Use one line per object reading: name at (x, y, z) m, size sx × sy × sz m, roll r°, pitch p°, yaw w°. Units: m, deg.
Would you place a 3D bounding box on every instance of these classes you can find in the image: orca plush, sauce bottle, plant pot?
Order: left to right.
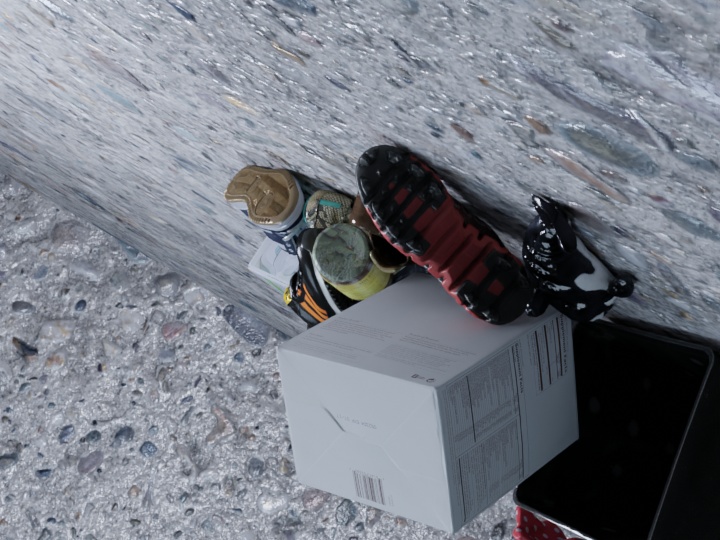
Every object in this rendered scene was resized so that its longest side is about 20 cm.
sauce bottle at (0.000, 0.000, 1.456) m, size 0.065 × 0.065 × 0.200 m, roll 29°, pitch 175°, yaw 16°
orca plush at (0.171, 0.013, 1.163) m, size 0.105 × 0.071 × 0.200 m, roll 29°, pitch 171°, yaw 14°
plant pot at (0.298, 0.175, 1.321) m, size 0.177 × 0.200 × 0.199 m, roll 20°, pitch 178°, yaw -30°

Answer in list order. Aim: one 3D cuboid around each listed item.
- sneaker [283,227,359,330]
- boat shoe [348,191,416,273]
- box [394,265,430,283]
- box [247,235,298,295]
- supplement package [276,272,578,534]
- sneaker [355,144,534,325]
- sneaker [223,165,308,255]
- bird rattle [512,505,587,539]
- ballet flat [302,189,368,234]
sneaker at (-0.053, 0.022, 1.545) m, size 0.090 × 0.070 × 0.200 m, roll -2°, pitch 149°, yaw 19°
boat shoe at (0.036, -0.033, 1.359) m, size 0.075 × 0.075 × 0.202 m, roll 26°, pitch 170°, yaw 30°
box at (0.066, 0.101, 1.551) m, size 0.051 × 0.200 × 0.158 m, roll -1°, pitch 165°, yaw -21°
box at (-0.019, 0.029, 1.839) m, size 0.176 × 0.097 × 0.200 m, roll 21°, pitch 167°, yaw 47°
supplement package at (0.066, 0.114, 1.273) m, size 0.191 × 0.200 × 0.147 m, roll 12°, pitch 118°, yaw 41°
sneaker at (0.069, -0.035, 1.234) m, size 0.200 × 0.071 × 0.098 m, roll 43°, pitch -175°, yaw -10°
sneaker at (-0.083, -0.063, 1.612) m, size 0.108 × 0.070 × 0.200 m, roll 40°, pitch 175°, yaw -25°
bird rattle at (0.249, 0.284, 1.344) m, size 0.200 × 0.113 × 0.163 m, roll 23°, pitch 170°, yaw -8°
ballet flat at (0.006, -0.027, 1.565) m, size 0.075 × 0.068 × 0.200 m, roll 11°, pitch 159°, yaw 31°
